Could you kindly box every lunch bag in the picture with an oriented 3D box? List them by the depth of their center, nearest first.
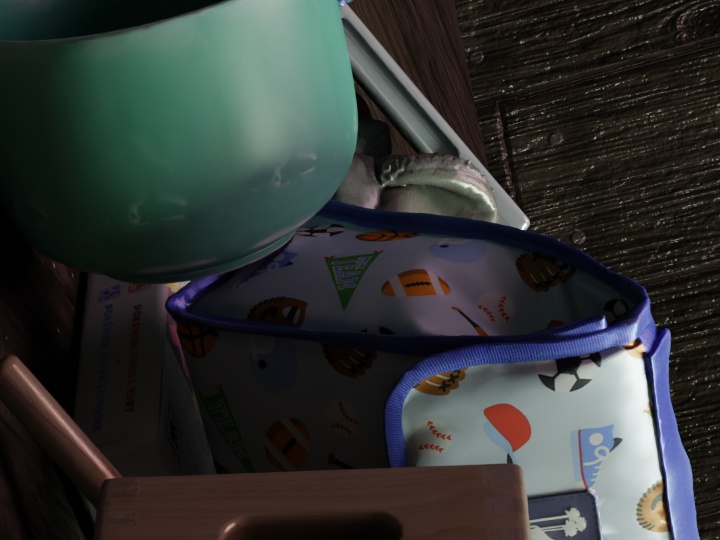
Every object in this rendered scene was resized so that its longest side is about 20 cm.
[{"bbox_3d":[0.038,0.075,1.039,0.124,0.199,0.171,-42,130,-44],"label":"lunch bag"}]

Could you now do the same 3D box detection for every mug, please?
[{"bbox_3d":[-0.069,-0.070,1.061,0.185,0.151,0.115,-36,122,-48],"label":"mug"}]

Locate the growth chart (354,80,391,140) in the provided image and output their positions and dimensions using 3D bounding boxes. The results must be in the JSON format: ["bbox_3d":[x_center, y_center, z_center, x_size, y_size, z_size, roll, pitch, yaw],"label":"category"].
[{"bbox_3d":[-0.026,-0.018,1.447,0.018,0.144,0.201,18,54,-43],"label":"growth chart"}]

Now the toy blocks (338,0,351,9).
[{"bbox_3d":[-0.013,-0.179,1.152,0.100,0.200,0.137,26,58,-24],"label":"toy blocks"}]

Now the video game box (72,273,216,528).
[{"bbox_3d":[-0.074,0.104,1.161,0.183,0.047,0.201,-89,163,-58],"label":"video game box"}]

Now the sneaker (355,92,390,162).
[{"bbox_3d":[-0.042,-0.072,1.417,0.200,0.088,0.082,-133,-151,-54],"label":"sneaker"}]

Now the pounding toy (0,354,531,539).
[{"bbox_3d":[-0.036,0.142,0.959,0.142,0.199,0.185,-90,178,-57],"label":"pounding toy"}]

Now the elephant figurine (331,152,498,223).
[{"bbox_3d":[0.000,0.000,1.215,0.155,0.141,0.201,-45,123,-79],"label":"elephant figurine"}]

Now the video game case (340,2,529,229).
[{"bbox_3d":[0.018,-0.088,1.336,0.182,0.022,0.200,50,3,0],"label":"video game case"}]
